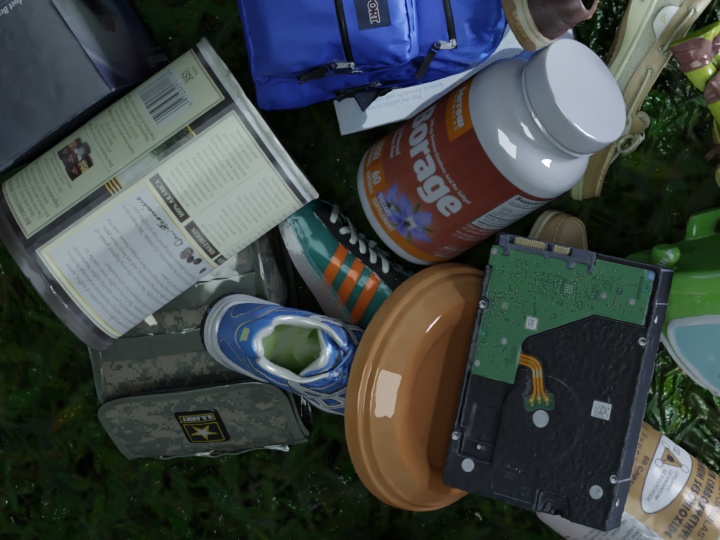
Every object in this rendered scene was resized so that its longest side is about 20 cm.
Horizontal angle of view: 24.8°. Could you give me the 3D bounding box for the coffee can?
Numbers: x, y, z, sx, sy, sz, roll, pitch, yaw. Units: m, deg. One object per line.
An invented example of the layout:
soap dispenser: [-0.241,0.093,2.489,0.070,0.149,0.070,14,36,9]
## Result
coffee can: [-0.152,-0.056,1.209,0.200,0.146,0.146,-35,95,1]

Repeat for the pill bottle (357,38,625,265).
pill bottle: [0.099,-0.091,1.242,0.200,0.112,0.112,-32,96,41]

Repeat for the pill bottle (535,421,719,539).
pill bottle: [0.251,0.208,1.316,0.200,0.114,0.114,36,104,0]

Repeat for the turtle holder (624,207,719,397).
turtle holder: [0.278,0.030,1.264,0.185,0.141,0.132,-12,103,9]

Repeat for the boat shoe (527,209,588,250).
boat shoe: [0.167,0.050,1.293,0.069,0.074,0.200,-3,81,46]

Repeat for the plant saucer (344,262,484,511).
plant saucer: [0.070,0.095,1.287,0.037,0.200,0.200,14,106,45]

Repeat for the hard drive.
hard drive: [0.148,0.081,1.234,0.140,0.038,0.200,12,94,26]

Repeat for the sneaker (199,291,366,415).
sneaker: [-0.024,0.074,1.261,0.200,0.077,0.076,16,90,-28]

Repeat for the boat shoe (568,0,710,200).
boat shoe: [0.217,-0.144,1.275,0.063,0.073,0.201,22,96,7]

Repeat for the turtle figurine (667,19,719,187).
turtle figurine: [0.290,-0.109,1.226,0.064,0.200,0.161,-23,94,43]

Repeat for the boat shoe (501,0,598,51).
boat shoe: [0.166,-0.232,1.199,0.072,0.200,0.072,-18,115,36]

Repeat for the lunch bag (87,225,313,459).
lunch bag: [-0.133,0.064,1.343,0.164,0.118,0.200,-7,105,11]

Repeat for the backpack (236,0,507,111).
backpack: [0.012,-0.200,1.199,0.200,0.168,0.163,-8,107,8]

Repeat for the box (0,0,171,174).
box: [-0.261,-0.198,1.265,0.123,0.200,0.199,-32,96,12]

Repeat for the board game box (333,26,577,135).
board game box: [0.058,-0.227,1.293,0.200,0.043,0.199,-12,98,10]

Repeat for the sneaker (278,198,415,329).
sneaker: [0.000,0.000,1.337,0.080,0.071,0.200,-27,105,11]
